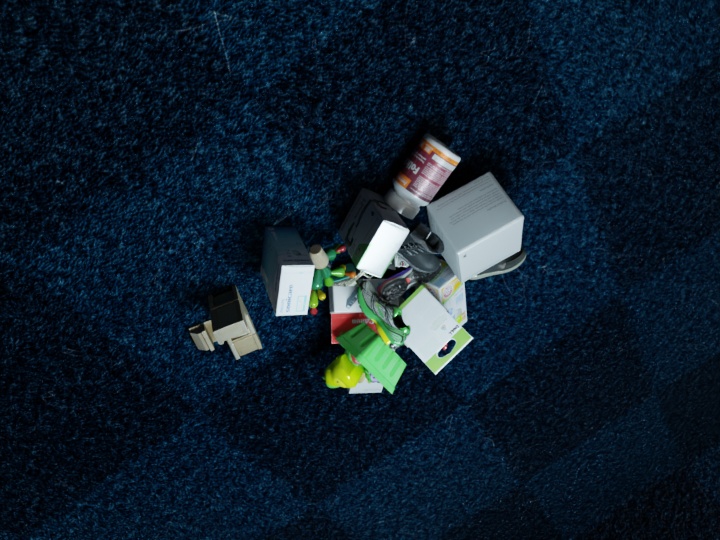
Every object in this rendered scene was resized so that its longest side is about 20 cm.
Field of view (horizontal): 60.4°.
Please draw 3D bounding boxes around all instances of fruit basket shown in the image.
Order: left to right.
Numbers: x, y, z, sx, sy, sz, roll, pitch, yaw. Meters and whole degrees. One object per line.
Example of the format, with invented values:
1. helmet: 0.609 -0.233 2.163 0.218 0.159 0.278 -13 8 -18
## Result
1. fruit basket: -0.004 0.268 1.710 0.215 0.155 0.216 -16 121 -28

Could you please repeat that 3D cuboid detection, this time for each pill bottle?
1. pill bottle: 0.154 -0.239 1.586 0.114 0.114 0.200 25 109 -33

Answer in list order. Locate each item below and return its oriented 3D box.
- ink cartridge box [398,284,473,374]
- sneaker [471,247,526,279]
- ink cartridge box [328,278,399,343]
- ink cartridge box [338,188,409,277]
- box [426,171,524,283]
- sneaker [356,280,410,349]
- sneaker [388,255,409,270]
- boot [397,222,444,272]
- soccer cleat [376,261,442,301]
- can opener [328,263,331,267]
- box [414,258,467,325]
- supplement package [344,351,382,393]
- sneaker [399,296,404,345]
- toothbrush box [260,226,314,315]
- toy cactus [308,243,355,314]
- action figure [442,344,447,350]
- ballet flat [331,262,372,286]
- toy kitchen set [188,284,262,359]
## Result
1. ink cartridge box: 0.189 0.163 1.693 0.148 0.200 0.076 -45 165 4
2. sneaker: 0.400 -0.048 1.833 0.199 0.075 0.106 -20 130 -7
3. ink cartridge box: 0.012 0.113 1.744 0.199 0.045 0.177 0 81 -22
4. ink cartridge box: 0.029 -0.100 1.575 0.084 0.200 0.146 20 112 -27
5. box: 0.307 -0.112 1.658 0.199 0.172 0.200 -29 153 -2
6. sneaker: 0.066 0.105 1.647 0.085 0.200 0.078 -45 163 29
7. sneaker: 0.093 -0.041 1.710 0.199 0.089 0.074 -19 128 -7
8. boot: 0.168 -0.054 1.588 0.164 0.200 0.066 27 76 -13
9. soccer cleat: 0.134 0.018 1.728 0.200 0.073 0.068 -30 109 -13
10. can opener: -0.165 0.040 1.673 0.200 0.063 0.079 -42 127 8
11. box: 0.237 0.083 1.818 0.112 0.101 0.201 -34 132 -30
12. supplement package: 0.022 0.259 1.862 0.113 0.110 0.201 2 121 -22
13. sneaker: 0.123 0.162 1.865 0.082 0.077 0.200 -21 127 0
14. toothbrush box: -0.188 -0.002 1.551 0.085 0.200 0.147 -1 121 -21
15. toy cactus: -0.089 0.000 1.563 0.200 0.102 0.165 -56 153 -24
16. action figure: 0.175 0.201 1.827 0.200 0.065 0.052 23 83 -40
17. ballet flat: 0.000 0.000 1.676 0.200 0.068 0.075 -33 126 11
18. toy kitchen set: -0.359 0.186 1.617 0.163 0.181 0.200 -21 123 -6
